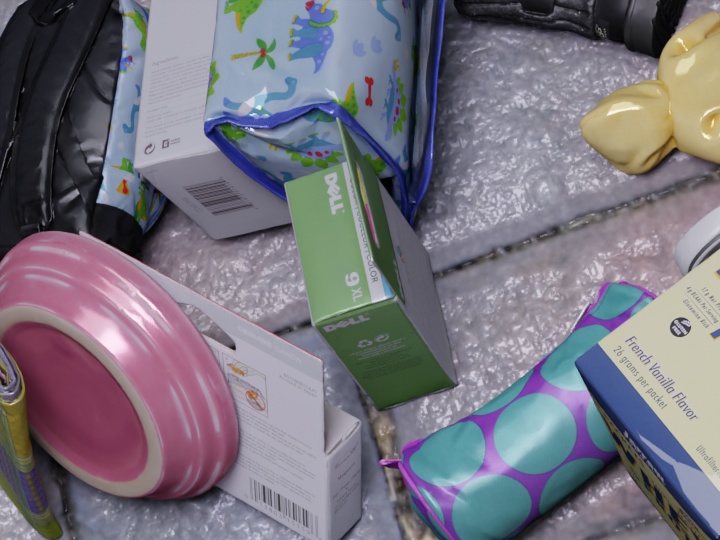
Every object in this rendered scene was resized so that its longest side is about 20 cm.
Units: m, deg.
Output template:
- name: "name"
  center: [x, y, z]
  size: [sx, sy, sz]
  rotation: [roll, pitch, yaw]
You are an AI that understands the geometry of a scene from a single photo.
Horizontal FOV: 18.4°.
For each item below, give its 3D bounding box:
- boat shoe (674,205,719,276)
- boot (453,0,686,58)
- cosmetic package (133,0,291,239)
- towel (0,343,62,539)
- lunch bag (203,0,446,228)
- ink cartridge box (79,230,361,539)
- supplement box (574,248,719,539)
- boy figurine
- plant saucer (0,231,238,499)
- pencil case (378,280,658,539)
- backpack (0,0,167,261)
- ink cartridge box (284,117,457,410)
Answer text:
- name: "boat shoe"
  center: [0.298, -0.027, 1.396]
  size: [0.198, 0.071, 0.064]
  rotation: [-21, 61, 5]
- name: "boot"
  center: [0.163, -0.256, 1.535]
  size: [0.157, 0.080, 0.213]
  rotation: [17, 73, 23]
- name: "cosmetic package"
  center: [-0.089, -0.138, 1.527]
  size: [0.080, 0.113, 0.202]
  rotation: [-11, 61, 26]
- name: "towel"
  center: [-0.243, 0.081, 1.445]
  size: [0.023, 0.201, 0.144]
  rotation: [-29, 59, -18]
- name: "lunch bag"
  center: [-0.007, -0.130, 1.462]
  size: [0.126, 0.200, 0.172]
  rotation: [-4, 66, 24]
- name: "ink cartridge box"
  center: [-0.089, 0.067, 1.414]
  size: [0.199, 0.175, 0.044]
  rotation: [27, 48, 26]
- name: "supplement box"
  center: [0.255, 0.077, 1.288]
  size: [0.199, 0.200, 0.135]
  rotation: [-37, 61, -2]
- name: "boy figurine"
  center: [0.244, -0.113, 1.456]
  size: [0.199, 0.064, 0.125]
  rotation: [-24, 62, 7]
- name: "plant saucer"
  center: [-0.168, 0.071, 1.422]
  size: [0.200, 0.202, 0.051]
  rotation: [28, 50, 26]
- name: "pencil case"
  center: [0.116, 0.094, 1.389]
  size: [0.200, 0.085, 0.093]
  rotation: [-38, 77, -3]
- name: "backpack"
  center: [-0.199, -0.102, 1.546]
  size: [0.162, 0.153, 0.202]
  rotation: [-5, 81, 36]
- name: "ink cartridge box"
  center: [0.000, 0.000, 1.400]
  size: [0.059, 0.200, 0.105]
  rotation: [-17, 62, 10]
